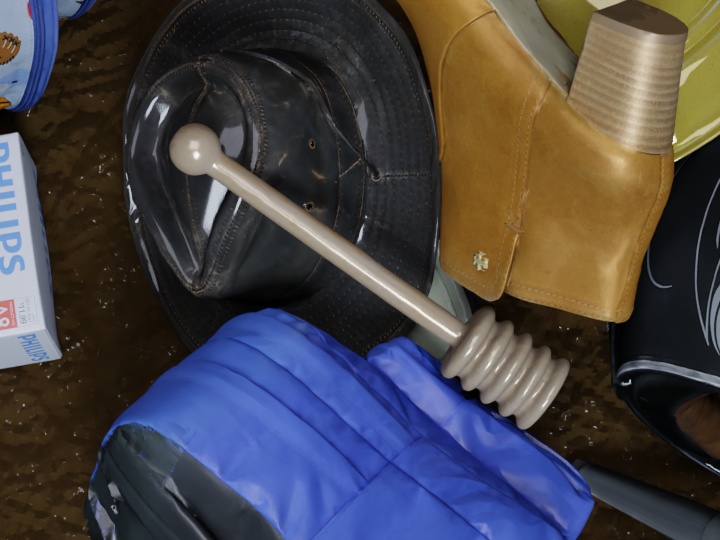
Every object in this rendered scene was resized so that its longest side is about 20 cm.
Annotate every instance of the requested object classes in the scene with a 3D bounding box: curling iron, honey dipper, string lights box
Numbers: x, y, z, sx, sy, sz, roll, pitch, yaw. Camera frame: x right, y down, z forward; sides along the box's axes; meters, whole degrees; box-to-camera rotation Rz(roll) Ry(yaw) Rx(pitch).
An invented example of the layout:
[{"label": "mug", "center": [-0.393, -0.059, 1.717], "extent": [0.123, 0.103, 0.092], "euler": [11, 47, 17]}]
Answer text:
[{"label": "curling iron", "center": [0.175, 0.121, 1.138], "extent": [0.200, 0.050, 0.026], "euler": [15, 114, 38]}, {"label": "honey dipper", "center": [0.000, 0.000, 1.100], "extent": [0.200, 0.038, 0.038], "euler": [34, 79, -4]}, {"label": "string lights box", "center": [-0.251, 0.005, 1.212], "extent": [0.200, 0.059, 0.103], "euler": [-10, 74, -1]}]

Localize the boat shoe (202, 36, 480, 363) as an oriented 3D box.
[{"label": "boat shoe", "center": [0.002, -0.037, 1.212], "extent": [0.199, 0.075, 0.066], "euler": [46, 37, 21]}]

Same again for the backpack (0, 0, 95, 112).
[{"label": "backpack", "center": [-0.204, -0.163, 1.201], "extent": [0.154, 0.200, 0.191], "euler": [-10, 78, -14]}]

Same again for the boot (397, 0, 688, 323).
[{"label": "boot", "center": [0.047, -0.069, 1.092], "extent": [0.201, 0.071, 0.144], "euler": [29, 119, 31]}]

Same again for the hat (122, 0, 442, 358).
[{"label": "hat", "center": [-0.055, -0.040, 1.155], "extent": [0.200, 0.081, 0.201], "euler": [4, 97, 31]}]

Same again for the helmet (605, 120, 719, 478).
[{"label": "helmet", "center": [0.223, 0.003, 1.129], "extent": [0.200, 0.200, 0.191], "euler": [27, 74, 9]}]

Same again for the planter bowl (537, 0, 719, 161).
[{"label": "planter bowl", "center": [0.107, -0.127, 1.159], "extent": [0.200, 0.200, 0.083], "euler": [-37, 120, -7]}]

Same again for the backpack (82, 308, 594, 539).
[{"label": "backpack", "center": [-0.014, 0.116, 1.126], "extent": [0.200, 0.163, 0.168], "euler": [35, 50, 11]}]
